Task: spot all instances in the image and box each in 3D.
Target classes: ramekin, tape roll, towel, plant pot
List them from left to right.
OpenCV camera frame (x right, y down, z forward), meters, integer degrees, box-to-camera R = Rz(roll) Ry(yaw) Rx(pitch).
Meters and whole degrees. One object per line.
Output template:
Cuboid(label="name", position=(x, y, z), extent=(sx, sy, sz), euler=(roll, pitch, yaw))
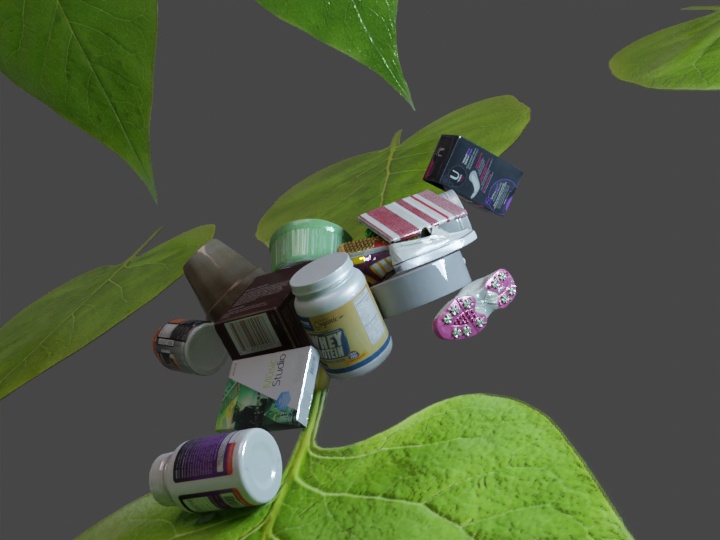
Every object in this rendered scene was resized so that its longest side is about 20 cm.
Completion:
Cuboid(label="plant pot", position=(-0.354, 0.023, 1.861), extent=(0.200, 0.174, 0.200), euler=(-43, -1, -1))
Cuboid(label="ramekin", position=(-0.110, -0.014, 1.637), extent=(0.197, 0.200, 0.099), euler=(-17, 52, 22))
Cuboid(label="towel", position=(0.110, -0.114, 1.565), extent=(0.197, 0.023, 0.144), euler=(-21, 33, -25))
Cuboid(label="tape roll", position=(0.115, 0.028, 1.432), extent=(0.197, 0.067, 0.200), euler=(-22, 0, 0))

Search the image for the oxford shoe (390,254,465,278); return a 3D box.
Cuboid(label="oxford shoe", position=(0.134, 0.004, 1.589), extent=(0.196, 0.059, 0.075), euler=(-9, -21, 21))

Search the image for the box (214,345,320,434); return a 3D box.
Cuboid(label="box", position=(-0.170, 0.222, 1.336), extent=(0.197, 0.036, 0.147), euler=(-15, 50, 32))

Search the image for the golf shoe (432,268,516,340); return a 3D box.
Cuboid(label="golf shoe", position=(0.196, 0.069, 1.329), extent=(0.198, 0.076, 0.091), euler=(-29, 8, -30))

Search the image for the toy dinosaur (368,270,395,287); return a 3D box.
Cuboid(label="toy dinosaur", position=(0.037, 0.022, 1.567), extent=(0.058, 0.103, 0.198), euler=(13, -21, -43))

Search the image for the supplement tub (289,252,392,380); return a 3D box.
Cuboid(label="supplement tub", position=(-0.038, 0.085, 1.362), extent=(0.142, 0.203, 0.145), euler=(-22, 19, 8))

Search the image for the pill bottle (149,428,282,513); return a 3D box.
Cuboid(label="pill bottle", position=(-0.230, 0.316, 1.141), extent=(0.197, 0.113, 0.112), euler=(-15, 21, 26))

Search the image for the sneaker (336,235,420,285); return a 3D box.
Cuboid(label="sneaker", position=(0.048, -0.020, 1.515), extent=(0.195, 0.092, 0.075), euler=(-7, 26, -7))

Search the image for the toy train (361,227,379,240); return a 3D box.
Cuboid(label="toy train", position=(0.000, 0.000, 1.569), extent=(0.056, 0.041, 0.203), euler=(31, 95, 50))

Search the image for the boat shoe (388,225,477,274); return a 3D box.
Cuboid(label="boat shoe", position=(0.141, -0.055, 1.430), extent=(0.197, 0.067, 0.072), euler=(-22, -1, -22))

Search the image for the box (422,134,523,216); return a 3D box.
Cuboid(label="box", position=(0.269, -0.228, 1.756), extent=(0.124, 0.197, 0.106), euler=(-65, 23, 3))

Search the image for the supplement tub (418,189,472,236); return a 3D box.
Cuboid(label="supplement tub", position=(0.147, -0.087, 1.686), extent=(0.197, 0.134, 0.132), euler=(-26, 19, 1))

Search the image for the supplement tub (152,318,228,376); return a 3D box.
Cuboid(label="supplement tub", position=(-0.401, 0.176, 1.706), extent=(0.122, 0.124, 0.198), euler=(-38, 22, -33))

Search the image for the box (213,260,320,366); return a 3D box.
Cuboid(label="box", position=(-0.162, 0.112, 1.504), extent=(0.163, 0.167, 0.200), euler=(-15, 21, 29))
